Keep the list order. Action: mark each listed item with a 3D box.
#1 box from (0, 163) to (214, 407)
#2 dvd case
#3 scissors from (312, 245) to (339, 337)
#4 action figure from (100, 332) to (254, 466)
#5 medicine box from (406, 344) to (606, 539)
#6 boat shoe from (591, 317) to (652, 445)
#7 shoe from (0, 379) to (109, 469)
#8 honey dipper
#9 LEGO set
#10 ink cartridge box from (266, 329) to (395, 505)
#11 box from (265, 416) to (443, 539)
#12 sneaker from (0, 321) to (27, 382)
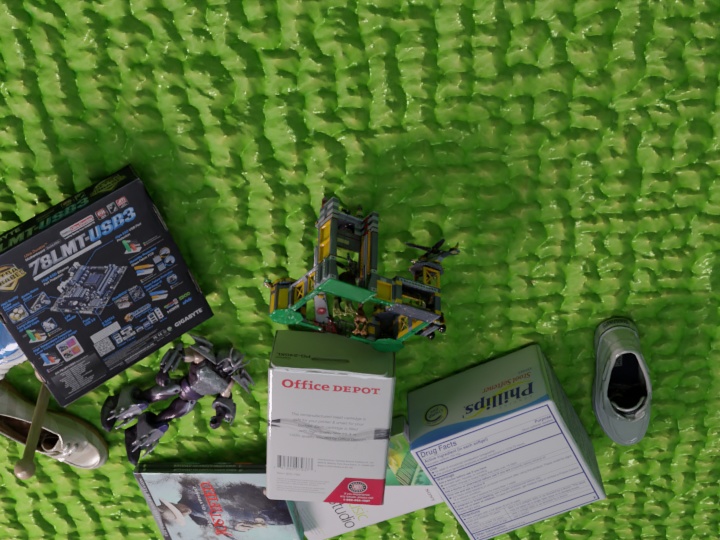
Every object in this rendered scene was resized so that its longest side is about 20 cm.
[{"bbox_3d":[-0.285,0.018,1.169,0.200,0.050,0.199,-32,125,-11],"label":"box"},{"bbox_3d":[-0.185,0.307,1.433,0.199,0.022,0.146,-1,129,15],"label":"dvd case"},{"bbox_3d":[-0.051,0.057,1.273,0.073,0.014,0.200,-14,128,10],"label":"scissors"},{"bbox_3d":[-0.213,0.149,1.306,0.200,0.069,0.130,-32,117,17],"label":"action figure"},{"bbox_3d":[0.180,0.217,1.348,0.182,0.103,0.200,-23,124,15],"label":"medicine box"},{"bbox_3d":[0.323,0.151,1.325,0.072,0.066,0.201,-7,127,3],"label":"boat shoe"},{"bbox_3d":[-0.400,0.200,1.346,0.200,0.053,0.070,37,118,-26],"label":"shoe"},{"bbox_3d":[-0.356,0.153,1.219,0.038,0.200,0.038,-2,127,-2],"label":"honey dipper"},{"bbox_3d":[0.000,0.000,1.193,0.199,0.116,0.154,13,149,-20],"label":"LEGO set"},{"bbox_3d":[-0.036,0.175,1.294,0.144,0.083,0.201,4,121,0],"label":"ink cartridge box"},{"bbox_3d":[-0.007,0.277,1.430,0.199,0.036,0.145,-22,125,12],"label":"box"},{"bbox_3d":[-0.415,0.066,1.229,0.089,0.079,0.200,35,119,-28],"label":"sneaker"}]
